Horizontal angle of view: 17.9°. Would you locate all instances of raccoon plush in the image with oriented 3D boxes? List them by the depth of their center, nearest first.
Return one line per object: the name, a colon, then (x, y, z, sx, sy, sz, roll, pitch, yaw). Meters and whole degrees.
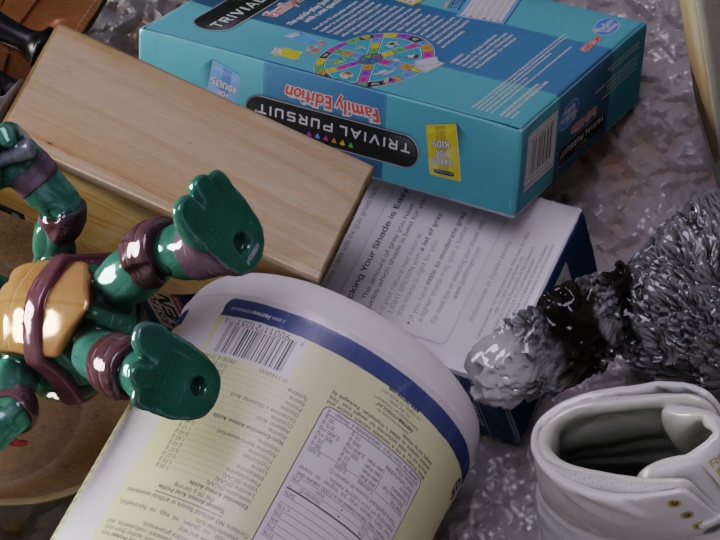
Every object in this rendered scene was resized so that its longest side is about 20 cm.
raccoon plush: (0.162, 0.051, 0.991, 0.200, 0.097, 0.134, -32, 60, -10)

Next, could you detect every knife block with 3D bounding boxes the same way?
knife block: (-0.119, -0.061, 0.999, 0.200, 0.176, 0.064, 2, 58, 42)

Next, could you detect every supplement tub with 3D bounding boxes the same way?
supplement tub: (-0.051, 0.118, 0.968, 0.145, 0.145, 0.200, 18, 64, 23)

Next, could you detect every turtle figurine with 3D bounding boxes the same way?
turtle figurine: (-0.132, 0.014, 0.953, 0.200, 0.101, 0.150, -3, 81, 43)

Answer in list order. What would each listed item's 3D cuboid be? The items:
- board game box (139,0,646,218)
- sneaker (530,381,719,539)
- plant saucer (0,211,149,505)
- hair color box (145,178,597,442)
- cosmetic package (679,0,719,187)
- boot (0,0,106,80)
board game box: (0.017, -0.098, 1.108, 0.200, 0.047, 0.151, 17, 31, 23)
sneaker: (0.164, 0.106, 0.942, 0.200, 0.116, 0.074, 9, 59, 17)
plant saucer: (-0.192, 0.033, 1.073, 0.200, 0.035, 0.200, 19, 44, -20)
hair color box: (0.000, 0.000, 1.082, 0.200, 0.061, 0.100, 17, 65, 23)
cosmetic package: (0.197, -0.113, 1.022, 0.105, 0.200, 0.071, -14, 56, 4)
boot: (-0.197, -0.178, 1.163, 0.155, 0.200, 0.077, 26, 22, 1)
